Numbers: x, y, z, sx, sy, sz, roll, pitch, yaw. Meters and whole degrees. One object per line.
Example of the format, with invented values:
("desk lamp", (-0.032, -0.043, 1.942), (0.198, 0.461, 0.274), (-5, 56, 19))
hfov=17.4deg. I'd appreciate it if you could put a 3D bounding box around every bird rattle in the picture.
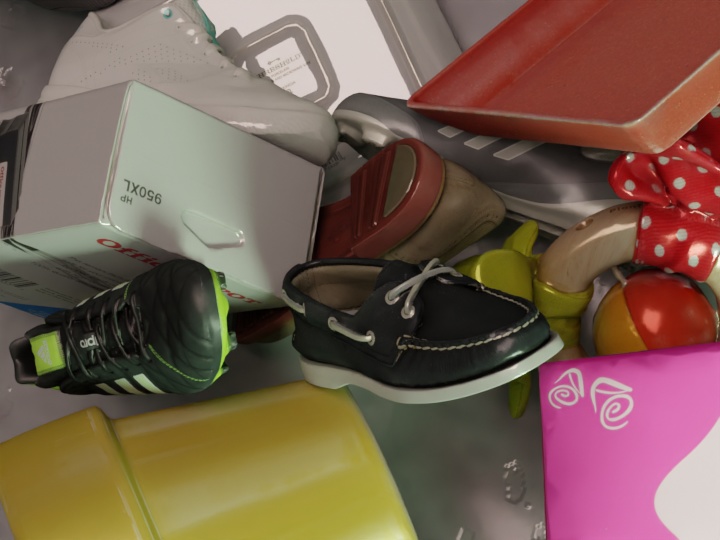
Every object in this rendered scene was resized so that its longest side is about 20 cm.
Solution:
("bird rattle", (0.147, 0.006, 1.244), (0.200, 0.163, 0.113), (-34, 22, 7))

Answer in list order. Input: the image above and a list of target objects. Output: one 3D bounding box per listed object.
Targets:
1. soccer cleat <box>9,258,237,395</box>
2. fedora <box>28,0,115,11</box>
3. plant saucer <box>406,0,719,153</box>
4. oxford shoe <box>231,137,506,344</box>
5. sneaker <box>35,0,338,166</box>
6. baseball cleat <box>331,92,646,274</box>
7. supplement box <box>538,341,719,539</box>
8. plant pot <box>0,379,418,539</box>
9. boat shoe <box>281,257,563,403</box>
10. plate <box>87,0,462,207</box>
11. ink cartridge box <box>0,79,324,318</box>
("soccer cleat", (-0.126, 0.038, 1.230), (0.081, 0.200, 0.068), (-9, 84, -26))
("fedora", (-0.180, -0.217, 1.420), (0.177, 0.090, 0.200), (-43, 37, -3))
("plant saucer", (0.152, -0.124, 1.229), (0.200, 0.037, 0.200), (-40, 25, -22))
("oxford shoe", (0.000, 0.000, 1.300), (0.200, 0.075, 0.071), (-32, 44, 47))
("sneaker", (-0.094, -0.110, 1.321), (0.199, 0.075, 0.089), (11, 75, 31))
("baseball cleat", (0.087, -0.072, 1.312), (0.200, 0.070, 0.107), (25, 73, 1))
("supplement box", (0.159, 0.113, 1.162), (0.101, 0.200, 0.104), (-7, 71, 15))
("plant pot", (-0.072, 0.150, 1.241), (0.188, 0.201, 0.201), (-23, 67, -6))
("boat shoe", (0.022, 0.024, 1.167), (0.200, 0.076, 0.061), (-3, 111, 53))
("plate", (-0.043, -0.111, 1.371), (0.199, 0.032, 0.200), (-27, 79, 9))
("ink cartridge box", (-0.139, -0.030, 1.295), (0.200, 0.144, 0.085), (-7, 67, 46))
